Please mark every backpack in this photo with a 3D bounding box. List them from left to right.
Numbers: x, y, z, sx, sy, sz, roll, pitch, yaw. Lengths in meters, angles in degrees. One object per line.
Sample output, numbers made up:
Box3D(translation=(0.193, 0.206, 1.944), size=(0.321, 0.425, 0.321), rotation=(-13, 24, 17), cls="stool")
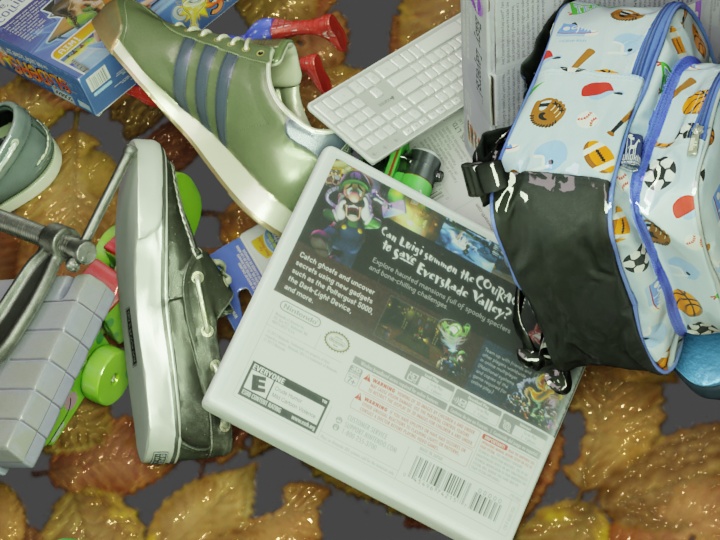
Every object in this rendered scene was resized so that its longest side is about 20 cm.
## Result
Box3D(translation=(0.153, -0.057, 1.589), size=(0.154, 0.200, 0.191), rotation=(0, 54, 15), cls="backpack")

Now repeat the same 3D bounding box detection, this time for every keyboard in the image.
Box3D(translation=(0.044, -0.121, 1.771), size=(0.056, 0.011, 0.200), rotation=(45, 43, 10), cls="keyboard")

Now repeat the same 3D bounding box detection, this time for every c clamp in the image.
Box3D(translation=(-0.228, -0.008, 1.769), size=(0.200, 0.027, 0.171), rotation=(10, 70, 51), cls="c clamp")

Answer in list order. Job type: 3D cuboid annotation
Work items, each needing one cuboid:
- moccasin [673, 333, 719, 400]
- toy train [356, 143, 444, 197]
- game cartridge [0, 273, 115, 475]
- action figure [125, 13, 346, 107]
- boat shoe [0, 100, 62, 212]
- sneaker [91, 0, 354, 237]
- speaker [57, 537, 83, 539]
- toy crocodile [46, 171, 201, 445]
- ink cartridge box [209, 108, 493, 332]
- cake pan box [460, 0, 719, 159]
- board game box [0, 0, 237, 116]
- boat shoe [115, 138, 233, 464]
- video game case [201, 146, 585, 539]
Box3D(translation=(0.202, -0.004, 1.690), size=(0.080, 0.068, 0.200), rotation=(-15, 53, 8), cls="moccasin")
Box3D(translation=(0.000, 0.000, 1.721), size=(0.056, 0.042, 0.200), rotation=(15, 65, 12), cls="toy train")
Box3D(translation=(-0.244, 0.067, 1.760), size=(0.200, 0.038, 0.130), rotation=(-3, 59, 47), cls="game cartridge")
Box3D(translation=(-0.109, -0.135, 1.877), size=(0.200, 0.052, 0.066), rotation=(0, 54, 23), cls="action figure")
Box3D(translation=(-0.293, -0.043, 1.869), size=(0.200, 0.062, 0.073), rotation=(-34, 56, -5), cls="boat shoe")
Box3D(translation=(-0.077, -0.117, 1.765), size=(0.090, 0.067, 0.200), rotation=(-44, 68, 9), cls="sneaker")
Box3D(translation=(-0.105, 0.225, 1.633), size=(0.200, 0.088, 0.089), rotation=(22, 68, 28), cls="speaker")
Box3D(translation=(-0.163, 0.024, 1.789), size=(0.067, 0.062, 0.200), rotation=(27, 71, 29), cls="toy crocodile")
Box3D(translation=(0.010, -0.006, 1.766), size=(0.200, 0.042, 0.119), rotation=(-29, 56, -4), cls="ink cartridge box")
Box3D(translation=(0.150, -0.149, 1.694), size=(0.184, 0.200, 0.052), rotation=(-24, 56, -12), cls="cake pan box")
Box3D(translation=(-0.148, -0.195, 1.897), size=(0.200, 0.034, 0.135), rotation=(-41, 42, -20), cls="board game box")
Box3D(translation=(-0.113, 0.018, 1.742), size=(0.064, 0.071, 0.200), rotation=(-4, 89, -16), cls="boat shoe")
Box3D(translation=(0.030, 0.048, 1.676), size=(0.200, 0.023, 0.182), rotation=(28, 67, -6), cls="video game case")
